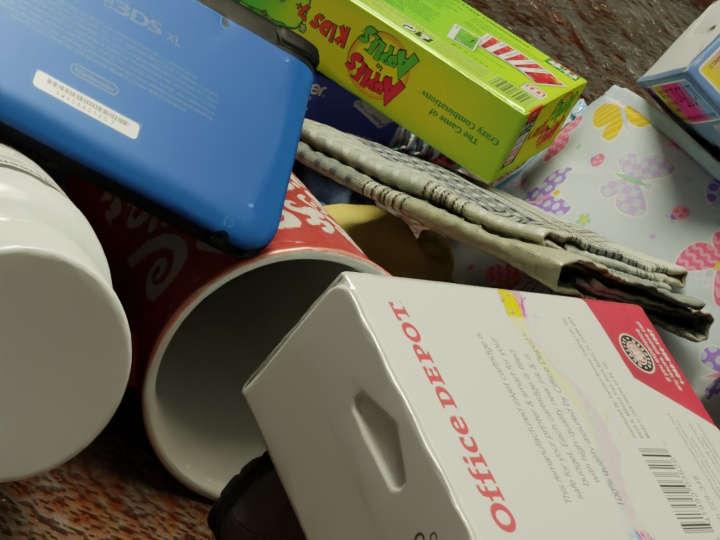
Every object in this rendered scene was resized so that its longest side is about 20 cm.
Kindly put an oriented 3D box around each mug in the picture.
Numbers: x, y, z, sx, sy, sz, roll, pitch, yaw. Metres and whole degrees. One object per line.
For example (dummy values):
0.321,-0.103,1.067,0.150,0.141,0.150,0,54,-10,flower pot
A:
-0.083,-0.005,1.000,0.177,0.134,0.200,20,20,-31,mug

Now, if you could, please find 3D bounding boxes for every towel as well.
0.070,-0.026,1.061,0.200,0.035,0.192,28,5,32,towel

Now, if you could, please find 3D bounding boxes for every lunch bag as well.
0.151,0.009,1.191,0.200,0.170,0.127,44,-5,30,lunch bag

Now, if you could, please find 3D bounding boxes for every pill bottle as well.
-0.165,0.001,0.846,0.113,0.113,0.200,19,13,-29,pill bottle

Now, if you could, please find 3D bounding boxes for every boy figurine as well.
0.000,0.000,1.157,0.124,0.065,0.200,-11,47,-28,boy figurine

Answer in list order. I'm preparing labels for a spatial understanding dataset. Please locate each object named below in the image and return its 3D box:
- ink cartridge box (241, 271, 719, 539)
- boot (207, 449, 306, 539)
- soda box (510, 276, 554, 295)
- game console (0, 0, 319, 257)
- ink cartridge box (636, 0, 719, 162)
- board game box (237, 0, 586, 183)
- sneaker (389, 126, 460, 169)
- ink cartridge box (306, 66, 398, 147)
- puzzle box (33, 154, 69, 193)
0.068,0.086,0.896,0.199,0.086,0.148,6,46,-42,ink cartridge box
0.039,0.141,0.924,0.199,0.070,0.132,8,37,-35,boot
0.119,0.101,1.050,0.200,0.068,0.064,55,-5,31,soda box
-0.132,-0.095,0.934,0.200,0.118,0.171,28,53,-22,game console
0.255,-0.059,1.150,0.200,0.076,0.136,44,0,-4,ink cartridge box
0.019,-0.131,1.176,0.200,0.048,0.102,35,26,13,board game box
0.041,-0.112,1.472,0.095,0.079,0.200,36,22,9,sneaker
-0.045,-0.142,1.241,0.094,0.044,0.200,14,29,-27,ink cartridge box
-0.158,-0.085,1.077,0.200,0.133,0.026,8,58,-43,puzzle box
